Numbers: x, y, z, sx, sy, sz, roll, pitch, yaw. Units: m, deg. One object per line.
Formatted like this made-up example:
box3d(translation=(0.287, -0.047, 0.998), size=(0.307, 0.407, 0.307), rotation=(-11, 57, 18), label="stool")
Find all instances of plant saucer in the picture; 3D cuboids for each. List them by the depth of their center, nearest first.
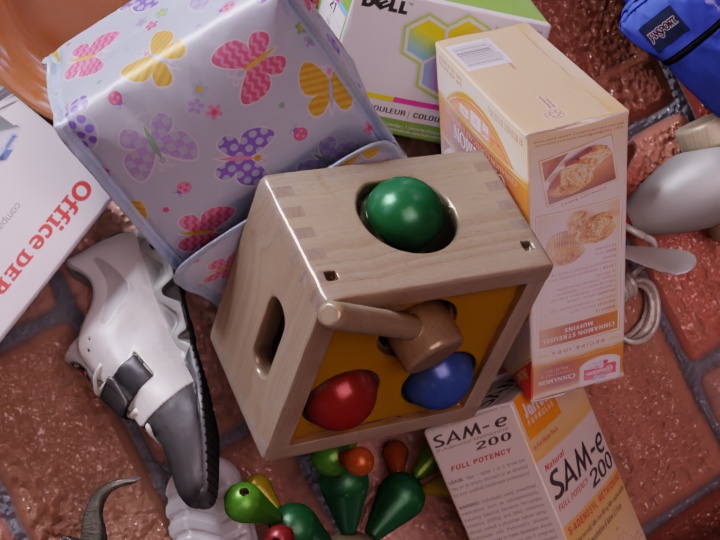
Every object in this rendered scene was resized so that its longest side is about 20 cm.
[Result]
box3d(translation=(-0.167, -0.183, 1.066), size=(0.200, 0.200, 0.037), rotation=(32, 33, -13), label="plant saucer")

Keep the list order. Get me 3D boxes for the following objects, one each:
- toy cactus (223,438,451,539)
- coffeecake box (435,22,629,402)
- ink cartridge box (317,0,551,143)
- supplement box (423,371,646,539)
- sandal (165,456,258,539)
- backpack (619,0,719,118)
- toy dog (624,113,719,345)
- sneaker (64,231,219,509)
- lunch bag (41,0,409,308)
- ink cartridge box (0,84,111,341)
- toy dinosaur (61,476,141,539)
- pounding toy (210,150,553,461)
box3d(translation=(0.000, 0.166, 1.109), size=(0.200, 0.102, 0.165), rotation=(-16, 107, -48), label="toy cactus")
box3d(translation=(0.113, -0.041, 1.090), size=(0.073, 0.154, 0.200), rotation=(-14, 123, -14), label="coffeecake box")
box3d(translation=(0.057, -0.195, 1.123), size=(0.147, 0.076, 0.200), rotation=(9, 119, -18), label="ink cartridge box")
box3d(translation=(0.134, 0.173, 1.138), size=(0.126, 0.073, 0.200), rotation=(-29, 97, -61), label="supplement box")
box3d(translation=(-0.084, 0.225, 1.103), size=(0.050, 0.082, 0.203), rotation=(4, 80, -61), label="sandal")
box3d(translation=(0.269, -0.227, 1.192), size=(0.200, 0.162, 0.168), rotation=(43, 59, -5), label="backpack")
box3d(translation=(0.233, -0.047, 1.209), size=(0.132, 0.096, 0.200), rotation=(47, 73, -9), label="toy dog")
box3d(translation=(-0.147, 0.070, 1.081), size=(0.088, 0.074, 0.200), rotation=(-15, 68, -5), label="sneaker")
box3d(translation=(-0.073, -0.083, 1.021), size=(0.169, 0.127, 0.200), rotation=(-31, 128, 5), label="lunch bag")
box3d(translation=(-0.277, -0.058, 1.048), size=(0.200, 0.086, 0.147), rotation=(38, 75, -10), label="ink cartridge box")
box3d(translation=(-0.202, 0.216, 1.039), size=(0.200, 0.102, 0.077), rotation=(-37, 97, -17), label="toy dinosaur")
box3d(translation=(0.010, 0.024, 0.980), size=(0.184, 0.200, 0.142), rotation=(-9, 53, -27), label="pounding toy")
